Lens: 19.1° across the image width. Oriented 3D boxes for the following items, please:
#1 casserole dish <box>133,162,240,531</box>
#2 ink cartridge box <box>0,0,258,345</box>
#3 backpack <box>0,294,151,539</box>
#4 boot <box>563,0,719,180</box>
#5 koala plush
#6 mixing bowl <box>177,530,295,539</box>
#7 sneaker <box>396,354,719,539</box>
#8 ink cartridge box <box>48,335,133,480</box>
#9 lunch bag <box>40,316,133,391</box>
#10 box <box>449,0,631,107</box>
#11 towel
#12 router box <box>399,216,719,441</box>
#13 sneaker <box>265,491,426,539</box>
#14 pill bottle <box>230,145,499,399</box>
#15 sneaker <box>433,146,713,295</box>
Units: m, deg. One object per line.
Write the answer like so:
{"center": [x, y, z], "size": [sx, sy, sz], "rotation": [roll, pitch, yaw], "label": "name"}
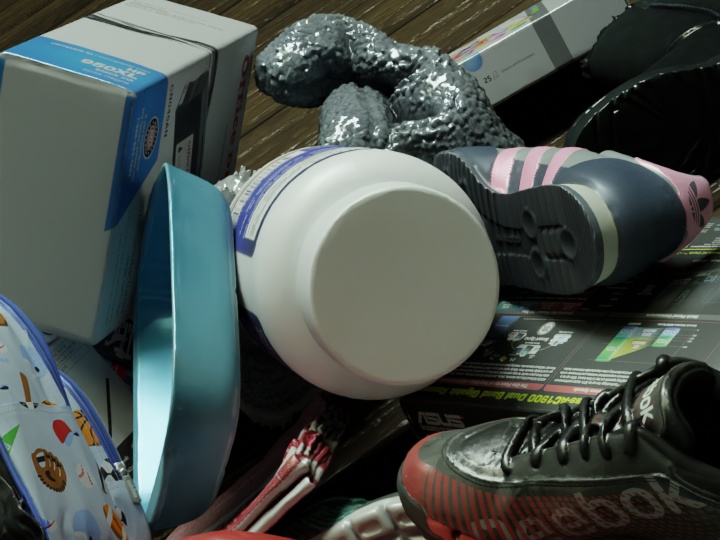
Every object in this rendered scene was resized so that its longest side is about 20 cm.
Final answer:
{"center": [-0.088, 0.039, 1.073], "size": [0.038, 0.122, 0.201], "rotation": [6, 47, -12], "label": "casserole dish"}
{"center": [-0.136, -0.063, 1.205], "size": [0.084, 0.146, 0.200], "rotation": [16, 20, 12], "label": "ink cartridge box"}
{"center": [-0.201, 0.101, 0.997], "size": [0.199, 0.192, 0.154], "rotation": [-29, -9, 19], "label": "backpack"}
{"center": [0.181, -0.115, 1.282], "size": [0.197, 0.074, 0.162], "rotation": [-29, 23, -11], "label": "boot"}
{"center": [-0.019, -0.024, 1.220], "size": [0.199, 0.179, 0.183], "rotation": [-35, 33, -30], "label": "koala plush"}
{"center": [-0.058, 0.181, 0.866], "size": [0.199, 0.109, 0.201], "rotation": [-24, 38, 21], "label": "mixing bowl"}
{"center": [0.105, 0.078, 0.877], "size": [0.199, 0.099, 0.071], "rotation": [4, 38, 24], "label": "sneaker"}
{"center": [-0.192, 0.130, 1.127], "size": [0.200, 0.094, 0.044], "rotation": [-47, 9, -32], "label": "ink cartridge box"}
{"center": [-0.160, 0.044, 1.288], "size": [0.094, 0.150, 0.200], "rotation": [-55, 21, 21], "label": "lunch bag"}
{"center": [0.088, -0.137, 1.445], "size": [0.199, 0.041, 0.156], "rotation": [-30, 7, 8], "label": "box"}
{"center": [-0.068, 0.125, 1.053], "size": [0.144, 0.023, 0.200], "rotation": [-44, 1, 5], "label": "towel"}
{"center": [0.136, 0.042, 1.025], "size": [0.150, 0.062, 0.199], "rotation": [-44, 25, -28], "label": "router box"}
{"center": [0.000, 0.132, 1.007], "size": [0.199, 0.078, 0.091], "rotation": [-21, 21, 22], "label": "sneaker"}
{"center": [0.000, 0.000, 1.052], "size": [0.119, 0.120, 0.200], "rotation": [-34, 11, -7], "label": "pill bottle"}
{"center": [0.102, -0.030, 1.073], "size": [0.081, 0.071, 0.200], "rotation": [-16, 16, -19], "label": "sneaker"}
